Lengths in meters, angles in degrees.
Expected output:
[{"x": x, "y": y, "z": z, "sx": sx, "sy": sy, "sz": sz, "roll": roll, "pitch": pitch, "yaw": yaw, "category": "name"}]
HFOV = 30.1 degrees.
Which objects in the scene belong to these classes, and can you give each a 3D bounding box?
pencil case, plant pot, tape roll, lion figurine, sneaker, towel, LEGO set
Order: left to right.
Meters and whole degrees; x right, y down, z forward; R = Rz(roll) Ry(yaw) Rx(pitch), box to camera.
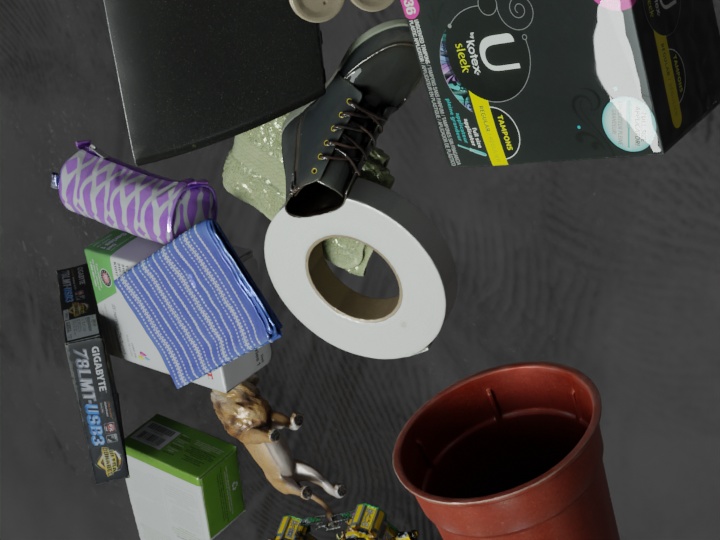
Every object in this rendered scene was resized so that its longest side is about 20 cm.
[{"x": -0.251, "y": -0.084, "z": 1.504, "sx": 0.198, "sy": 0.084, "sz": 0.087, "roll": 20, "pitch": 104, "yaw": 31, "category": "pencil case"}, {"x": -0.178, "y": 0.039, "z": 1.430, "sx": 0.199, "sy": 0.024, "sz": 0.146, "roll": -28, "pitch": 96, "yaw": 44, "category": "towel"}, {"x": -0.124, "y": -0.231, "z": 1.190, "sx": 0.175, "sy": 0.201, "sz": 0.202, "roll": -6, "pitch": 118, "yaw": 1, "category": "plant pot"}, {"x": -0.101, "y": 0.209, "z": 1.555, "sx": 0.122, "sy": 0.072, "sz": 0.202, "roll": 2, "pitch": 121, "yaw": 50, "category": "lion figurine"}, {"x": -0.056, "y": -0.095, "z": 1.348, "sx": 0.199, "sy": 0.036, "sz": 0.150, "roll": 35, "pitch": 133, "yaw": 21, "category": "towel"}, {"x": -0.020, "y": 0.353, "z": 1.508, "sx": 0.198, "sy": 0.117, "sz": 0.154, "roll": -11, "pitch": 133, "yaw": 39, "category": "LEGO set"}, {"x": 0.000, "y": 0.000, "z": 1.319, "sx": 0.200, "sy": 0.037, "sz": 0.205, "roll": 16, "pitch": 134, "yaw": 17, "category": "tape roll"}, {"x": 0.001, "y": -0.130, "z": 1.198, "sx": 0.074, "sy": 0.107, "sz": 0.200, "roll": 24, "pitch": 135, "yaw": -28, "category": "sneaker"}, {"x": 0.155, "y": 0.224, "z": 1.255, "sx": 0.199, "sy": 0.201, "sz": 0.197, "roll": 2, "pitch": 125, "yaw": 41, "category": "plant pot"}]

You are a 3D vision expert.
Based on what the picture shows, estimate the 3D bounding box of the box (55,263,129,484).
[{"x": -0.330, "y": 0.124, "z": 1.648, "sx": 0.199, "sy": 0.049, "sz": 0.203, "roll": -118, "pitch": 19, "yaw": -62, "category": "box"}]

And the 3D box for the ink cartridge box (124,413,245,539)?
[{"x": -0.222, "y": 0.305, "z": 1.723, "sx": 0.146, "sy": 0.076, "sz": 0.203, "roll": 16, "pitch": 127, "yaw": 34, "category": "ink cartridge box"}]

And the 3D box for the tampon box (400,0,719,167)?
[{"x": 0.159, "y": -0.174, "z": 1.033, "sx": 0.198, "sy": 0.126, "sz": 0.152, "roll": -1, "pitch": 115, "yaw": 42, "category": "tampon box"}]

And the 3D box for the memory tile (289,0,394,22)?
[{"x": 0.001, "y": -0.311, "z": 1.090, "sx": 0.017, "sy": 0.151, "sz": 0.203, "roll": -130, "pitch": 29, "yaw": -62, "category": "memory tile"}]

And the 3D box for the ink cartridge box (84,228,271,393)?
[{"x": -0.209, "y": 0.039, "z": 1.535, "sx": 0.198, "sy": 0.084, "sz": 0.147, "roll": 14, "pitch": 124, "yaw": 35, "category": "ink cartridge box"}]
